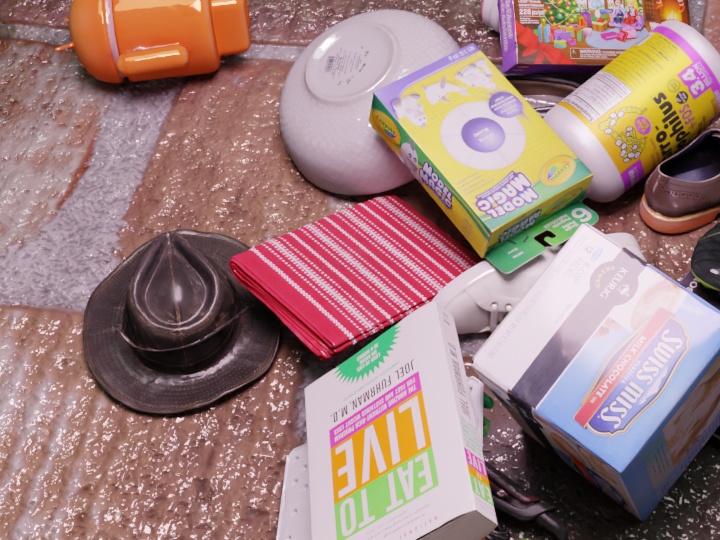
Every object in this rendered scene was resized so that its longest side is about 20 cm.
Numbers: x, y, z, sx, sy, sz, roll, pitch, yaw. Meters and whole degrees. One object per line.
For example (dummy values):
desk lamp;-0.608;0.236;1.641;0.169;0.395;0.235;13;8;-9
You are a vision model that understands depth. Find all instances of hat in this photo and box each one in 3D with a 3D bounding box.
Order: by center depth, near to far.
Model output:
hat;-0.163;0.022;1.063;0.200;0.081;0.201;-3;51;4

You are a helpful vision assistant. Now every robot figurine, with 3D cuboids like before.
robot figurine;-0.217;-0.260;1.269;0.199;0.117;0.144;-7;79;-1

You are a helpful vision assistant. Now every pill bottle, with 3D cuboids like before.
pill bottle;0.240;-0.134;1.118;0.200;0.104;0.104;-38;56;-1

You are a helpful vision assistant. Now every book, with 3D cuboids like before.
book;0.025;0.130;0.863;0.134;0.048;0.200;-37;34;22

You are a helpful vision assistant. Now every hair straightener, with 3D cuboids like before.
hair straightener;0.079;0.181;0.954;0.200;0.041;0.077;34;83;21

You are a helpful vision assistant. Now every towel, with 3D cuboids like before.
towel;0.000;0.000;1.073;0.200;0.023;0.145;-24;50;-36

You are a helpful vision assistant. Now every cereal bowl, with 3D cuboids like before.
cereal bowl;0.006;-0.177;1.168;0.200;0.083;0.200;-11;57;18

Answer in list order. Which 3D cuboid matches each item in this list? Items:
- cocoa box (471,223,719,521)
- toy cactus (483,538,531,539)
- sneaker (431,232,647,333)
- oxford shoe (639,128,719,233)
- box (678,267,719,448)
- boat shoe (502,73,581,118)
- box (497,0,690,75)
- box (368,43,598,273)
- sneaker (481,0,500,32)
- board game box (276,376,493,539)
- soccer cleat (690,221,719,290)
cocoa box;0.189;0.082;0.890;0.131;0.200;0.133;37;84;26
toy cactus;0.119;0.268;0.846;0.199;0.102;0.165;6;64;3
sneaker;0.160;0.028;1.035;0.200;0.073;0.085;-16;54;-6
oxford shoe;0.354;-0.100;1.117;0.200;0.073;0.071;-25;54;-15
box;0.328;0.088;0.997;0.200;0.036;0.143;30;60;27
boat shoe;0.128;-0.167;1.198;0.200;0.060;0.074;12;54;14
box;0.233;-0.266;1.205;0.199;0.039;0.137;-3;84;-18
box;0.110;-0.098;1.049;0.117;0.048;0.200;-29;68;-21
sneaker;0.233;-0.279;1.273;0.200;0.081;0.088;-23;57;-5
board game box;0.014;0.196;0.875;0.200;0.026;0.200;-27;42;35
soccer cleat;0.354;-0.049;1.049;0.067;0.081;0.200;34;49;30
